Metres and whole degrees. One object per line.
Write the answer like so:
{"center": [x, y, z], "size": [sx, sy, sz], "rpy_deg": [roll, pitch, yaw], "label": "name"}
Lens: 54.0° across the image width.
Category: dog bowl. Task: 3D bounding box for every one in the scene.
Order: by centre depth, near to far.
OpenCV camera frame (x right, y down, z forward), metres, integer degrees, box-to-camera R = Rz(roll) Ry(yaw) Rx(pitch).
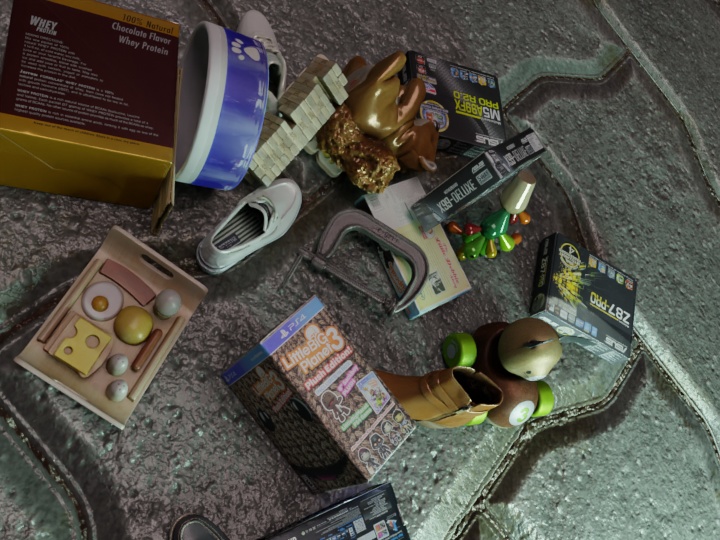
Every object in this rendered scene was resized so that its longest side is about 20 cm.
{"center": [-0.191, -0.210, 0.921], "size": [0.077, 0.200, 0.204], "rpy_deg": [10, 65, -27], "label": "dog bowl"}

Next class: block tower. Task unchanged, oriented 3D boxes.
{"center": [-0.099, -0.209, 1.003], "size": [0.201, 0.058, 0.054], "rpy_deg": [-49, 133, -8], "label": "block tower"}

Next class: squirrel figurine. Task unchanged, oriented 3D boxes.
{"center": [0.033, -0.205, 1.087], "size": [0.187, 0.140, 0.202], "rpy_deg": [47, 68, -31], "label": "squirrel figurine"}

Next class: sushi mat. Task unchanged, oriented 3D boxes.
{"center": [-0.254, -0.158, 0.926], "size": [0.012, 0.095, 0.204], "rpy_deg": [9, 67, -26], "label": "sushi mat"}

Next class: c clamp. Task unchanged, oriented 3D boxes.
{"center": [0.000, 0.000, 1.032], "size": [0.197, 0.027, 0.173], "rpy_deg": [25, 67, -5], "label": "c clamp"}

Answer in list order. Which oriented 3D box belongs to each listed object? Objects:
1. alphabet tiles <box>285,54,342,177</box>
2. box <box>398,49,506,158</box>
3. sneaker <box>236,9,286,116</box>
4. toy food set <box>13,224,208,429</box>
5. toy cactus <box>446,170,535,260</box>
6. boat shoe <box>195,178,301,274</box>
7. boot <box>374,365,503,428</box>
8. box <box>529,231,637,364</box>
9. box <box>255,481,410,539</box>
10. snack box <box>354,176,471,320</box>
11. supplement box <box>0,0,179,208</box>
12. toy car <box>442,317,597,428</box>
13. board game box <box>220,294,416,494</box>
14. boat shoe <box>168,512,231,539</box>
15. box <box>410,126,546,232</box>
{"center": [-0.025, -0.243, 1.127], "size": [0.196, 0.015, 0.201], "rpy_deg": [45, 55, -15], "label": "alphabet tiles"}
{"center": [0.164, -0.287, 1.249], "size": [0.196, 0.044, 0.164], "rpy_deg": [8, 66, -27], "label": "box"}
{"center": [-0.141, -0.314, 1.066], "size": [0.069, 0.080, 0.204], "rpy_deg": [-2, 70, -28], "label": "sneaker"}
{"center": [-0.288, 0.064, 0.837], "size": [0.142, 0.060, 0.202], "rpy_deg": [35, 57, -13], "label": "toy food set"}
{"center": [0.227, -0.095, 1.144], "size": [0.198, 0.166, 0.102], "rpy_deg": [-25, 63, -39], "label": "toy cactus"}
{"center": [-0.140, -0.068, 0.972], "size": [0.074, 0.067, 0.201], "rpy_deg": [44, 56, -6], "label": "boat shoe"}
{"center": [0.078, 0.165, 0.947], "size": [0.197, 0.155, 0.078], "rpy_deg": [25, 60, -18], "label": "boot"}
{"center": [0.394, 0.049, 1.241], "size": [0.197, 0.049, 0.164], "rpy_deg": [28, 62, -17], "label": "box"}
{"center": [-0.021, 0.375, 0.871], "size": [0.197, 0.046, 0.162], "rpy_deg": [-14, 78, -33], "label": "box"}
{"center": [0.083, -0.038, 1.105], "size": [0.115, 0.037, 0.203], "rpy_deg": [-21, 81, -33], "label": "snack box"}
{"center": [-0.338, -0.210, 0.877], "size": [0.193, 0.132, 0.204], "rpy_deg": [8, 67, -26], "label": "supplement box"}
{"center": [0.244, 0.135, 1.027], "size": [0.161, 0.200, 0.161], "rpy_deg": [0, 69, -29], "label": "toy car"}
{"center": [-0.056, 0.159, 0.871], "size": [0.097, 0.159, 0.201], "rpy_deg": [-39, 91, -35], "label": "board game box"}
{"center": [-0.146, 0.362, 0.795], "size": [0.072, 0.063, 0.202], "rpy_deg": [-29, 86, -34], "label": "boat shoe"}
{"center": [0.187, -0.144, 1.106], "size": [0.050, 0.157, 0.199], "rpy_deg": [56, 40, 1], "label": "box"}
